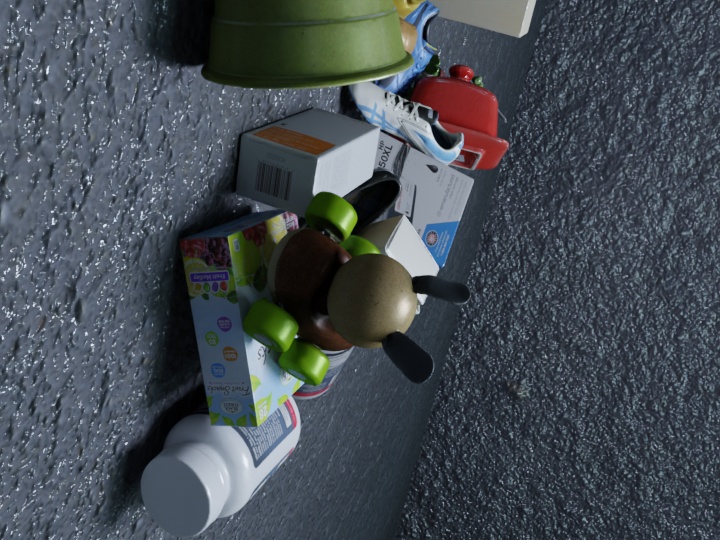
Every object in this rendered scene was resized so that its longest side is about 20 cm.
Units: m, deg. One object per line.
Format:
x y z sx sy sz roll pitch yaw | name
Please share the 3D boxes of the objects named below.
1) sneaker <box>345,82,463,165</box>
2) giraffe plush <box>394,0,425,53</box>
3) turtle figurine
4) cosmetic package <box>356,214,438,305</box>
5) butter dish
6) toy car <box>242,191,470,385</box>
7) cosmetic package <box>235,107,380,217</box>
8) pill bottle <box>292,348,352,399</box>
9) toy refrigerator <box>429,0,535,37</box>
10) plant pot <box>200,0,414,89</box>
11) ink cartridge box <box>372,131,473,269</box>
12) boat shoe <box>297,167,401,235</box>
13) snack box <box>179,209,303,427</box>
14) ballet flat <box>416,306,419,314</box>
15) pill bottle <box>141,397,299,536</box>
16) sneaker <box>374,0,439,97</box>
0.067 -0.226 1.069 0.072 0.197 0.073 -44 -155 37 | sneaker
0.036 -0.344 0.937 0.165 0.169 0.201 -64 -159 16 | giraffe plush
0.166 -0.302 1.350 0.192 0.142 0.205 18 48 -57 | turtle figurine
0.000 0.000 1.022 0.106 0.197 0.072 54 47 -27 | cosmetic package
0.152 -0.265 1.207 0.199 0.194 0.152 66 39 -85 | butter dish
0.011 0.038 0.742 0.167 0.196 0.159 -61 145 -20 | toy car
-0.057 -0.135 0.878 0.200 0.099 0.073 -44 149 -61 | cosmetic package
-0.060 0.074 0.984 0.120 0.118 0.202 -56 176 -43 | pill bottle
0.177 -0.433 1.177 0.076 0.195 0.072 -45 151 -58 | toy refrigerator
-0.053 -0.274 0.629 0.200 0.195 0.195 -47 139 -56 | plant pot
0.047 -0.103 1.072 0.084 0.196 0.148 145 -31 -74 | ink cartridge box
-0.029 -0.071 0.975 0.198 0.069 0.057 -37 -162 -5 | boat shoe
-0.117 0.046 0.821 0.168 0.066 0.206 -36 122 -65 | snack box
0.108 -0.016 1.283 0.069 0.068 0.205 -24 132 -69 | ballet flat
-0.161 0.212 0.853 0.200 0.117 0.123 -34 141 -66 | pill bottle
0.073 -0.327 1.164 0.066 0.077 0.205 -35 142 -68 | sneaker
